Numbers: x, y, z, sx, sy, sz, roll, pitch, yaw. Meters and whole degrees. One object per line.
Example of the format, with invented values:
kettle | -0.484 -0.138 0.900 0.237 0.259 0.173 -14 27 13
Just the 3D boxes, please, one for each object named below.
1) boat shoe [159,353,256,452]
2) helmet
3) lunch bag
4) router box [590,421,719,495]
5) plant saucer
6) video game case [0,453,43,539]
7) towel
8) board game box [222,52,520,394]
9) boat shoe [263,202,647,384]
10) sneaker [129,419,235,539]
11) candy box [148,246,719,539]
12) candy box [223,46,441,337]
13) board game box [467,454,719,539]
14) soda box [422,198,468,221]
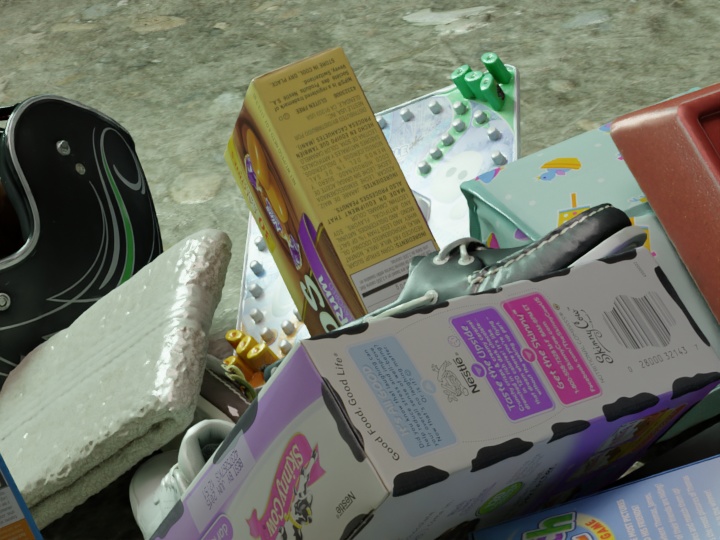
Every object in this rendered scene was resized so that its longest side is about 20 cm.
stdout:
boat shoe | -0.096 0.076 1.131 0.059 0.073 0.199 -27 18 -25
helmet | -0.220 0.002 1.249 0.198 0.193 0.200 1 -17 0
lunch bag | 0.171 0.001 1.037 0.169 0.123 0.200 -21 33 -17
router box | 0.158 0.127 0.809 0.199 0.053 0.157 -26 22 -22
plant saucer | 0.254 -0.034 0.974 0.198 0.037 0.201 -19 63 -16
video game case | -0.194 0.137 0.843 0.143 0.201 0.018 -18 -14 -49
towel | -0.146 0.072 1.082 0.199 0.034 0.133 -34 33 35
board game box | 0.006 -0.032 1.221 0.198 0.026 0.201 -19 45 25
boat shoe | 0.037 0.020 0.895 0.199 0.061 0.075 -35 -15 17
sneaker | -0.064 0.109 0.965 0.078 0.100 0.199 -36 25 -23
candy box | 0.029 0.081 0.819 0.199 0.072 0.168 -14 -27 -41
candy box | 0.000 0.000 1.015 0.056 0.202 0.117 -22 -10 -16
board game box | 0.144 0.115 0.719 0.198 0.037 0.152 -17 21 4
soda box | 0.076 -0.022 1.244 0.198 0.069 0.064 0 28 38
